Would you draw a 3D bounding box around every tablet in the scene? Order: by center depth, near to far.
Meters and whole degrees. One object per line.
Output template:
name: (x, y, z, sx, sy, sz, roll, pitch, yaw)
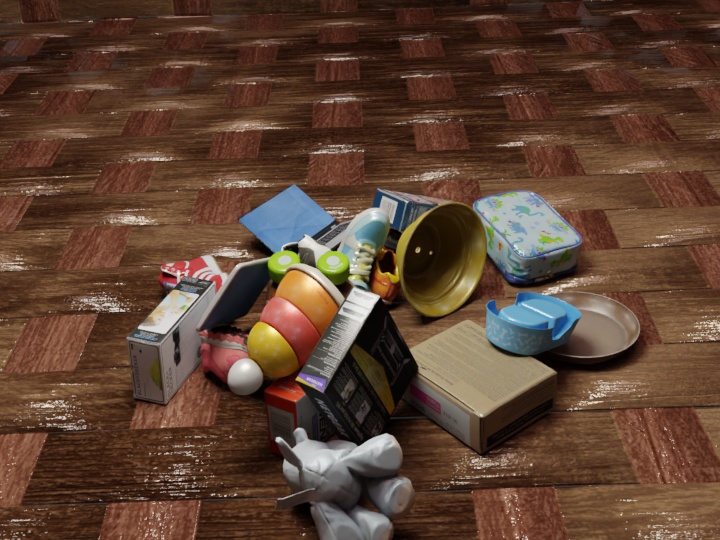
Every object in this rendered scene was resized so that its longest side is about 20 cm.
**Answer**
tablet: (-0.193, 0.033, 1.710, 0.014, 0.131, 0.200, 37, 14, 10)

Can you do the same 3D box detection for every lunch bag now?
lunch bag: (0.310, -0.065, 1.981, 0.158, 0.084, 0.201, -14, 42, -23)

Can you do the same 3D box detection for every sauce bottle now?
sauce bottle: (0.125, -0.029, 1.979, 0.198, 0.067, 0.066, 22, 37, 39)

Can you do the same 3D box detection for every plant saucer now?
plant saucer: (0.364, 0.099, 1.767, 0.196, 0.033, 0.201, -2, 29, 1)

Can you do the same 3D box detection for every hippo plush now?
hippo plush: (-0.042, 0.292, 1.392, 0.197, 0.163, 0.160, 2, -5, -23)

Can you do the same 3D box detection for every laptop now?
laptop: (-0.095, -0.104, 2.060, 0.198, 0.117, 0.187, -14, 17, 42)

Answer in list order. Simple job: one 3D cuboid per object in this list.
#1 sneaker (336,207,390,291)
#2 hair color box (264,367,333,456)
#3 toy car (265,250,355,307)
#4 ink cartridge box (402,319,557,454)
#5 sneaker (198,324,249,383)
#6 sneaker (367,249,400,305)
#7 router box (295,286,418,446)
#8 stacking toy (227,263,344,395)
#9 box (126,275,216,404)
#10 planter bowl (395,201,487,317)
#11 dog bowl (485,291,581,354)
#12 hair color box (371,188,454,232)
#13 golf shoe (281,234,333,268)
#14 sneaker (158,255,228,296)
sneaker: (0.000, 0.000, 1.835, 0.078, 0.201, 0.131, 18, 30, -24)
hair color box: (-0.056, 0.180, 1.576, 0.063, 0.113, 0.200, 15, 34, 29)
toy car: (-0.084, 0.096, 1.697, 0.155, 0.166, 0.202, 1, 42, 5)
ink cartridge box: (0.173, 0.171, 1.612, 0.163, 0.076, 0.199, -24, 37, -31)
sneaker: (-0.179, 0.145, 1.672, 0.198, 0.089, 0.073, 14, 12, 40)
sneaker: (0.036, -0.016, 1.933, 0.072, 0.078, 0.201, 17, 25, -29)
router box: (0.001, 0.145, 1.495, 0.052, 0.201, 0.158, 18, 64, 31)
stacking toy: (-0.115, 0.100, 1.509, 0.199, 0.148, 0.145, -40, 44, -24)
box: (-0.299, 0.110, 1.714, 0.059, 0.119, 0.200, 10, 30, 16)
planter bowl: (0.122, -0.027, 1.846, 0.198, 0.204, 0.083, -23, 27, -32)
dog bowl: (0.269, 0.084, 1.670, 0.110, 0.050, 0.199, 25, 22, 32)
hair color box: (0.127, -0.106, 2.032, 0.198, 0.062, 0.100, 6, 14, -39)
golf shoe: (-0.107, -0.007, 1.841, 0.199, 0.094, 0.078, -34, 15, 53)
sneaker: (-0.294, 0.032, 1.891, 0.111, 0.073, 0.200, -10, 23, -21)
